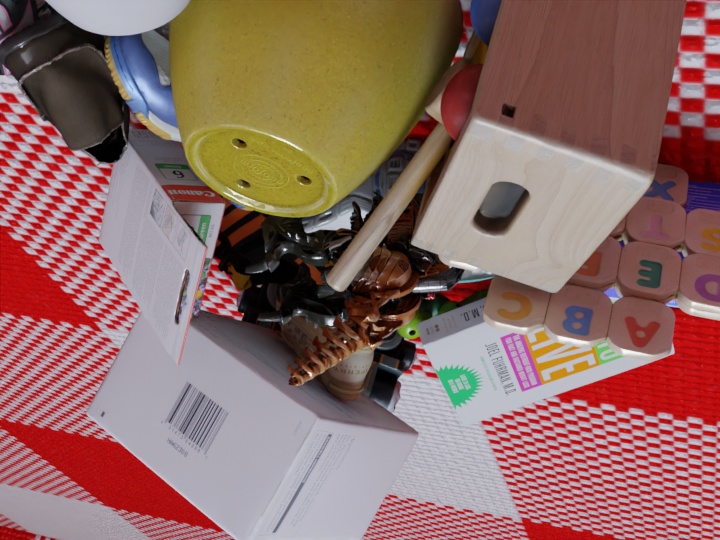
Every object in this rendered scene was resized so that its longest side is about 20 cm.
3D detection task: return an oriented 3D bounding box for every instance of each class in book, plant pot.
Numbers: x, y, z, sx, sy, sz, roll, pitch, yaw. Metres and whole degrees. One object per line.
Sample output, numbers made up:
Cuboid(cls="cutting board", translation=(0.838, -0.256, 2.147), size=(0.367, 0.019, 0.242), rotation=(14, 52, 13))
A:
Cuboid(cls="book", translation=(0.160, 0.053, 0.972), size=(0.199, 0.048, 0.134), rotation=(-22, 139, 7))
Cuboid(cls="plant pot", translation=(-0.046, -0.122, 0.742), size=(0.198, 0.143, 0.200), rotation=(14, 154, 7))

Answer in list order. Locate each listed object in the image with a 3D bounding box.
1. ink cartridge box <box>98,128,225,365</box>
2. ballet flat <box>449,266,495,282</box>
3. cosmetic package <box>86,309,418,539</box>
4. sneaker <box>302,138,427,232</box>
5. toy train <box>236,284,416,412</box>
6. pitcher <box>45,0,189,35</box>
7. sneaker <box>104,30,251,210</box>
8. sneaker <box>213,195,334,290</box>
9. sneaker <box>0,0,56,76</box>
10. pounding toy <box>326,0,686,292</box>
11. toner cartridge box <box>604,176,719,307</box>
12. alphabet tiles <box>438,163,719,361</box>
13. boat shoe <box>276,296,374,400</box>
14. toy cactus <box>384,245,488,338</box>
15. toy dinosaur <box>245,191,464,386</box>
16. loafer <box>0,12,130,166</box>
Cuboid(cls="ink cartridge box", translation=(-0.153, -0.024, 0.921), size=(0.050, 0.200, 0.110), rotation=(-1, 121, -33))
Cuboid(cls="ballet flat", translation=(0.131, -0.033, 0.908), size=(0.198, 0.068, 0.069), rotation=(-3, 140, 16))
Cuboid(cls="cosmetic package", translation=(-0.088, 0.133, 0.990), size=(0.199, 0.124, 0.200), rotation=(32, -177, 28))
Cuboid(cls="sneaker", translation=(0.026, -0.057, 0.931), size=(0.199, 0.075, 0.087), rotation=(0, 165, 40))
Cuboid(cls="toy train", translation=(-0.042, 0.082, 1.174), size=(0.199, 0.115, 0.085), rotation=(21, 155, -7))
Cuboid(cls="pitcher", translation=(-0.120, -0.228, 0.616), size=(0.170, 0.122, 0.201), rotation=(9, 142, 8))
Cuboid(cls="sneaker", translation=(-0.106, -0.130, 0.868), size=(0.088, 0.076, 0.200), rotation=(-21, 140, 27))
Cuboid(cls="sneaker", translation=(-0.116, -0.030, 1.024), size=(0.198, 0.091, 0.070), rotation=(15, 154, 4))
Cuboid(cls="sneaker", translation=(-0.248, -0.202, 0.810), size=(0.086, 0.081, 0.200), rotation=(6, 162, -27))
Cuboid(cls="pounding toy", translation=(0.084, -0.084, 0.688), size=(0.141, 0.185, 0.200), rotation=(19, 154, -3))
Cuboid(cls="toner cartridge box", translation=(0.204, -0.024, 0.810), size=(0.198, 0.095, 0.043), rotation=(8, 133, 8))
Cuboid(cls="alphabet tiles", translation=(0.157, -0.022, 0.766), size=(0.198, 0.196, 0.015), rotation=(12, 134, 12))
Cuboid(cls="boat shoe", translation=(-0.036, 0.062, 1.014), size=(0.073, 0.063, 0.200), rotation=(3, -173, -13))
Cuboid(cls="toy cactus", translation=(0.064, 0.029, 1.060), size=(0.198, 0.103, 0.165), rotation=(20, 173, -11))
Cuboid(cls="toy dinosaur", translation=(0.000, 0.000, 0.783), size=(0.135, 0.200, 0.103), rotation=(11, 111, 23))
Cuboid(cls="loafer", translation=(-0.206, -0.131, 0.851), size=(0.073, 0.072, 0.200), rotation=(-28, 171, -1))
